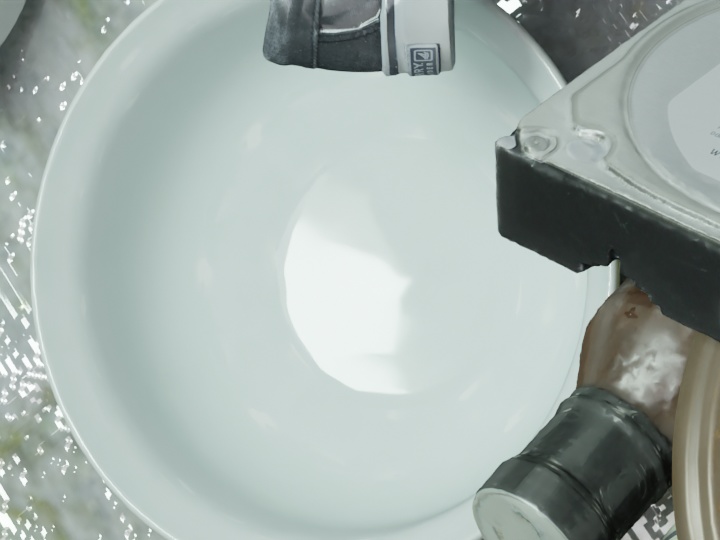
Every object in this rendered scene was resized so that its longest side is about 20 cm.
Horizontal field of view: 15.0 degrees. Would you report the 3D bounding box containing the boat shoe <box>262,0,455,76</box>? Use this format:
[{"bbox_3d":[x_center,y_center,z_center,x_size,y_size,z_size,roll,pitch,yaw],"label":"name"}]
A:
[{"bbox_3d":[-0.003,-0.155,0.823,0.067,0.072,0.202,1,77,2],"label":"boat shoe"}]

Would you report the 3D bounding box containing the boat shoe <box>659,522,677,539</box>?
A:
[{"bbox_3d":[0.096,0.130,0.828,0.074,0.062,0.201,37,137,14],"label":"boat shoe"}]

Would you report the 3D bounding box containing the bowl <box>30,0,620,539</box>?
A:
[{"bbox_3d":[0.000,0.000,0.886,0.200,0.090,0.203,-1,87,22],"label":"bowl"}]

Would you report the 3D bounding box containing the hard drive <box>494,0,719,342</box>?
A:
[{"bbox_3d":[0.151,-0.046,0.765,0.139,0.200,0.038,28,137,34],"label":"hard drive"}]

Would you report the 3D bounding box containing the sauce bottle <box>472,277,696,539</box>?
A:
[{"bbox_3d":[0.107,0.014,0.798,0.065,0.065,0.200,37,62,20],"label":"sauce bottle"}]

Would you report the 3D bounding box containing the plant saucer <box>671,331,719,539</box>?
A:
[{"bbox_3d":[0.174,0.067,0.763,0.029,0.199,0.201,-27,75,56],"label":"plant saucer"}]

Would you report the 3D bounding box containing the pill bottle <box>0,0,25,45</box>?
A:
[{"bbox_3d":[-0.219,-0.139,0.971,0.199,0.116,0.117,24,97,21],"label":"pill bottle"}]
